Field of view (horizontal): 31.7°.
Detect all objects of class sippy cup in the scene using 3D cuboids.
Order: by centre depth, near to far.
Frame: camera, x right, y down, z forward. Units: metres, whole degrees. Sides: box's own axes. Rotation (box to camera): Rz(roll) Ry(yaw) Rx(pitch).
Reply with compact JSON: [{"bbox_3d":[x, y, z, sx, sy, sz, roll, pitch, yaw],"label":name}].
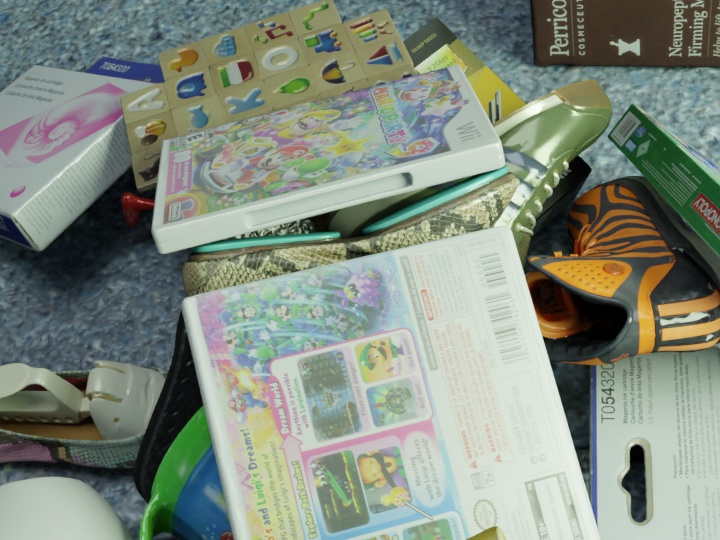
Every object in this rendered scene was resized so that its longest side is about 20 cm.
[{"bbox_3d":[-0.027,0.135,0.713,0.130,0.140,0.178,42,92,24],"label":"sippy cup"}]

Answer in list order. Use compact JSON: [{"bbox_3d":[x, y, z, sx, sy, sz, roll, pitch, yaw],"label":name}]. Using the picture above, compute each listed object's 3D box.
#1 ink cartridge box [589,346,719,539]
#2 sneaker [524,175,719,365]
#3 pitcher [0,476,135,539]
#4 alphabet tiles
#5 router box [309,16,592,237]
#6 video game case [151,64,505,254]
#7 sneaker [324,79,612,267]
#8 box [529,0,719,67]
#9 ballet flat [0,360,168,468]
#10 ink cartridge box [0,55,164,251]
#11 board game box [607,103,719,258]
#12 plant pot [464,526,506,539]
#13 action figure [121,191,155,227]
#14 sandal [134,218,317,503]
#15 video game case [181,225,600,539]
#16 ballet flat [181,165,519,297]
[{"bbox_3d":[0.228,0.126,0.705,0.198,0.043,0.198,-2,51,14],"label":"ink cartridge box"},{"bbox_3d":[0.140,-0.004,0.767,0.111,0.078,0.200,-9,18,-10],"label":"sneaker"},{"bbox_3d":[-0.187,0.229,0.683,0.170,0.121,0.201,-25,61,11],"label":"pitcher"},{"bbox_3d":[-0.062,-0.117,0.857,0.198,0.006,0.167,-19,47,-3],"label":"alphabet tiles"},{"bbox_3d":[0.032,-0.055,0.857,0.200,0.052,0.157,-40,77,-20],"label":"router box"},{"bbox_3d":[-0.024,-0.071,0.758,0.198,0.018,0.143,-14,27,1],"label":"video game case"},{"bbox_3d":[0.084,-0.037,0.792,0.199,0.067,0.090,-27,74,-10],"label":"sneaker"},{"bbox_3d":[0.230,-0.265,0.943,0.198,0.167,0.165,2,53,14],"label":"box"},{"bbox_3d":[-0.182,0.087,0.813,0.198,0.071,0.070,-2,51,10],"label":"ballet flat"},{"bbox_3d":[-0.226,-0.109,0.959,0.196,0.043,0.200,15,56,47],"label":"ink cartridge box"},{"bbox_3d":[0.229,-0.022,0.735,0.029,0.134,0.200,-52,20,15],"label":"board game box"},{"bbox_3d":[0.011,0.266,0.560,0.198,0.196,0.195,-18,50,4],"label":"plant pot"},{"bbox_3d":[-0.067,-0.040,0.905,0.198,0.052,0.066,11,60,14],"label":"action figure"},{"bbox_3d":[-0.090,0.051,0.788,0.202,0.075,0.048,-65,24,-1],"label":"sandal"},{"bbox_3d":[0.017,0.091,0.651,0.180,0.024,0.202,-13,78,-10],"label":"video game case"},{"bbox_3d":[0.000,0.000,0.722,0.198,0.068,0.076,-15,95,-1],"label":"ballet flat"}]
